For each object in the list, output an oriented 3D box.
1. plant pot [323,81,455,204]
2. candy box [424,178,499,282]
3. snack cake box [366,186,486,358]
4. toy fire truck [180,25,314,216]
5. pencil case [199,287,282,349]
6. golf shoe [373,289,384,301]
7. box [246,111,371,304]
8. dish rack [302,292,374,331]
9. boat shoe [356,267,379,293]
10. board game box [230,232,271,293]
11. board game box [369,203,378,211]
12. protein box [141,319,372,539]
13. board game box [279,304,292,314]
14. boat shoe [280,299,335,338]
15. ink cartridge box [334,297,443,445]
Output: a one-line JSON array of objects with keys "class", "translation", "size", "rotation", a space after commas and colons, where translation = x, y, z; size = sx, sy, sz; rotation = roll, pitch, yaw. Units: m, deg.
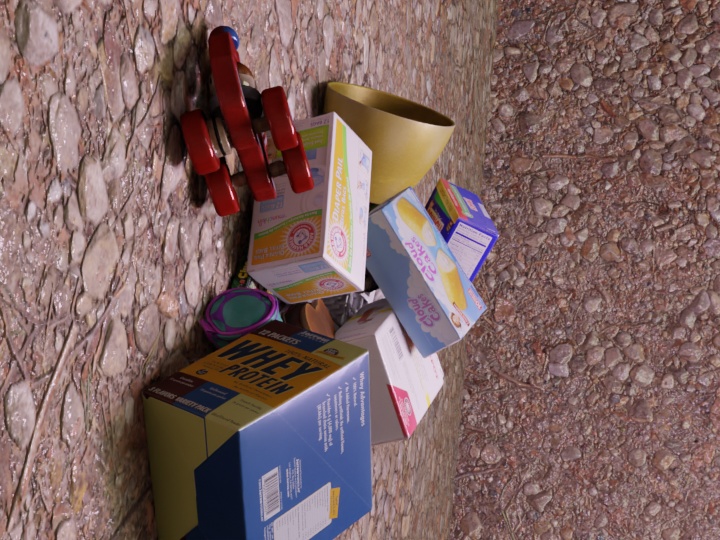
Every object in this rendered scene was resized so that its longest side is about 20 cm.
[{"class": "plant pot", "translation": [0.025, -0.181, 1.827], "size": [0.200, 0.199, 0.143], "rotation": [-44, 153, -72]}, {"class": "candy box", "translation": [0.118, -0.015, 1.864], "size": [0.201, 0.077, 0.169], "rotation": [-61, -164, 18]}, {"class": "snack cake box", "translation": [0.076, 0.001, 1.639], "size": [0.201, 0.067, 0.115], "rotation": [58, 29, -5]}, {"class": "toy fire truck", "translation": [-0.130, -0.168, 1.314], "size": [0.200, 0.111, 0.169], "rotation": [73, 0, -60]}, {"class": "pencil case", "translation": [-0.123, 0.114, 1.419], "size": [0.085, 0.092, 0.201], "rotation": [51, -23, 45]}, {"class": "golf shoe", "translation": [0.020, 0.046, 1.846], "size": [0.073, 0.091, 0.201], "rotation": [78, 19, -49]}, {"class": "box", "translation": [-0.060, -0.074, 1.499], "size": [0.101, 0.112, 0.201], "rotation": [41, 46, -51]}, {"class": "dish rack", "translation": [-0.046, -0.003, 1.716], "size": [0.200, 0.043, 0.173], "rotation": [49, 46, -47]}, {"class": "boat shoe", "translation": [0.000, 0.000, 1.672], "size": [0.200, 0.072, 0.065], "rotation": [30, 65, -51]}, {"class": "board game box", "translation": [-0.126, 0.010, 1.520], "size": [0.105, 0.023, 0.201], "rotation": [79, 19, -44]}, {"class": "board game box", "translation": [0.039, -0.093, 1.918], "size": [0.200, 0.101, 0.048], "rotation": [-103, 173, -72]}, {"class": "protein box", "translation": [-0.100, 0.189, 1.272], "size": [0.200, 0.134, 0.200], "rotation": [-28, 124, -46]}, {"class": "board game box", "translation": [-0.110, 0.169, 1.628], "size": [0.200, 0.026, 0.201], "rotation": [-50, 141, -70]}, {"class": "boat shoe", "translation": [-0.073, 0.080, 1.500], "size": [0.200, 0.070, 0.071], "rotation": [-33, 100, -87]}, {"class": "ink cartridge box", "translation": [0.033, 0.129, 1.641], "size": [0.146, 0.083, 0.200], "rotation": [71, 21, -9]}]
